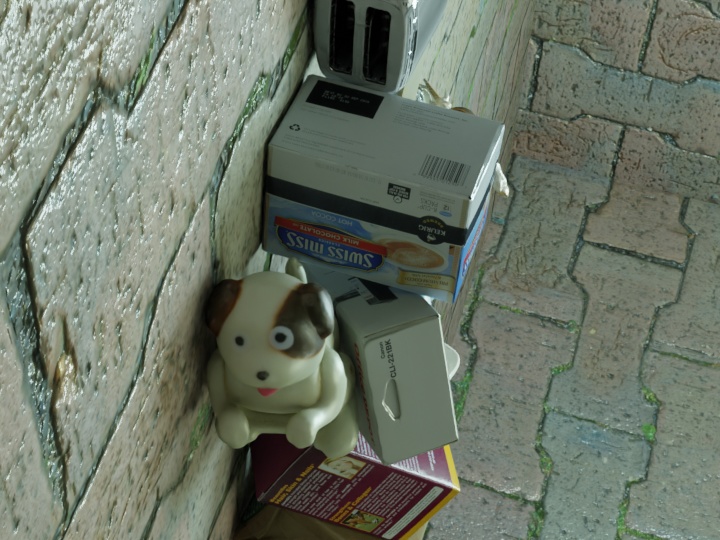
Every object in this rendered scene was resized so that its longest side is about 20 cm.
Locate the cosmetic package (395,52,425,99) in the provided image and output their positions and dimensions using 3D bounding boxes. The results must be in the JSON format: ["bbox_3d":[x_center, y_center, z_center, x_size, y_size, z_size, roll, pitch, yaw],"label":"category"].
[{"bbox_3d":[0.035,-0.262,1.646,0.104,0.073,0.201,-52,156,-69],"label":"cosmetic package"}]

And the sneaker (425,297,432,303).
[{"bbox_3d":[0.069,0.021,1.883,0.079,0.130,0.201,-42,-138,15],"label":"sneaker"}]

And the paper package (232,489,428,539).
[{"bbox_3d":[-0.024,0.278,1.708,0.104,0.190,0.200,-48,-173,31],"label":"paper package"}]

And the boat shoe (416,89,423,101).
[{"bbox_3d":[0.039,-0.203,1.780,0.074,0.068,0.201,-62,164,-58],"label":"boat shoe"}]

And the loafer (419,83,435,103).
[{"bbox_3d":[0.052,-0.161,1.970,0.070,0.075,0.202,47,52,-66],"label":"loafer"}]

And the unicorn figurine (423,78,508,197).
[{"bbox_3d":[0.107,-0.111,1.737,0.137,0.074,0.201,44,56,-34],"label":"unicorn figurine"}]

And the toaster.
[{"bbox_3d":[0.019,-0.261,1.422,0.201,0.113,0.130,96,16,-54],"label":"toaster"}]

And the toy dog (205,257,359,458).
[{"bbox_3d":[-0.066,0.070,1.327,0.200,0.138,0.195,71,33,-71],"label":"toy dog"}]

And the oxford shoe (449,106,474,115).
[{"bbox_3d":[0.037,-0.122,1.671,0.199,0.072,0.071,-34,174,26],"label":"oxford shoe"}]

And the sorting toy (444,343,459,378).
[{"bbox_3d":[0.030,0.120,1.874,0.200,0.179,0.107,-63,164,-55],"label":"sorting toy"}]

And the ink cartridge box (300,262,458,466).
[{"bbox_3d":[0.016,0.077,1.467,0.200,0.083,0.145,-131,-153,-61],"label":"ink cartridge box"}]

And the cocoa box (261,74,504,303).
[{"bbox_3d":[0.020,-0.079,1.414,0.134,0.199,0.132,-64,166,-48],"label":"cocoa box"}]

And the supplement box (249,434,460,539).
[{"bbox_3d":[-0.007,0.210,1.603,0.110,0.199,0.086,-47,-144,29],"label":"supplement box"}]
